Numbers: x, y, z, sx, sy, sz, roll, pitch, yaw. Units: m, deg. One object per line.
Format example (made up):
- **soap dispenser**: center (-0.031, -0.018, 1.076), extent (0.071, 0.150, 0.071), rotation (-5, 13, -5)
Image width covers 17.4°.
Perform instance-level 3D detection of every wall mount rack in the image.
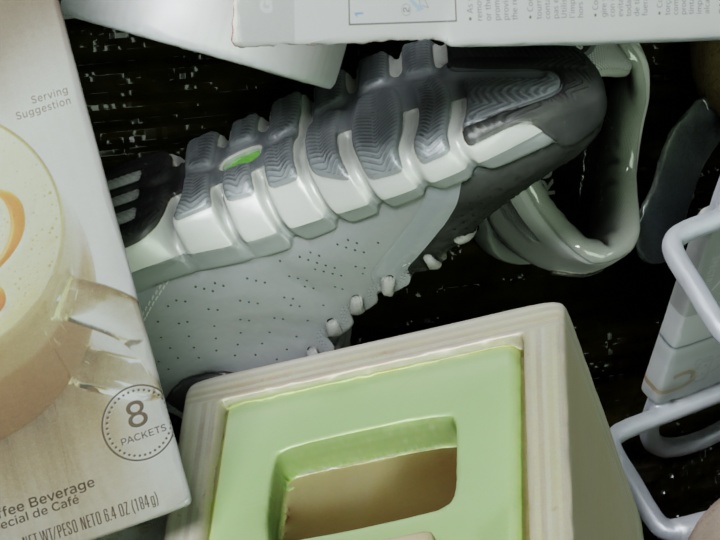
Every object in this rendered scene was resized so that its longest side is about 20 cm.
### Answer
- **wall mount rack**: center (0.174, 0.017, 0.802), extent (0.173, 0.075, 0.200), rotation (-19, 146, -19)

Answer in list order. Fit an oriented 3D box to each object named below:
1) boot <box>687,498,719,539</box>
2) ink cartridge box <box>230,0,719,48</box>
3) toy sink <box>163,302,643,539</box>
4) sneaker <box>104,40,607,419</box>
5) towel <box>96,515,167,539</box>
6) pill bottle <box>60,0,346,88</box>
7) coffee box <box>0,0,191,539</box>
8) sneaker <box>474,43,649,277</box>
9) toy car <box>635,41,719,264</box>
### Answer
- **boot**: center (0.200, 0.124, 0.776), extent (0.200, 0.070, 0.146), rotation (33, 119, -9)
- **ink cartridge box**: center (0.039, -0.146, 0.687), extent (0.199, 0.050, 0.162), rotation (-5, 98, -30)
- **toy sink**: center (0.014, 0.118, 0.695), extent (0.130, 0.200, 0.112), rotation (-13, 127, 14)
- **sneaker**: center (0.000, 0.000, 0.774), extent (0.199, 0.075, 0.116), rotation (-17, 120, 17)
- **towel**: center (-0.105, 0.175, 0.804), extent (0.199, 0.035, 0.193), rotation (-7, 102, -18)
- **pill bottle**: center (-0.025, -0.165, 0.733), extent (0.109, 0.110, 0.201), rotation (14, 94, -21)
- **coffee box**: center (-0.134, -0.014, 0.682), extent (0.114, 0.080, 0.201), rotation (-19, 106, -16)
- **sneaker**: center (0.061, -0.094, 0.791), extent (0.074, 0.088, 0.201), rotation (-19, 104, -14)
- **toy car**: center (0.172, -0.081, 0.809), extent (0.164, 0.158, 0.201), rotation (17, 105, -29)
